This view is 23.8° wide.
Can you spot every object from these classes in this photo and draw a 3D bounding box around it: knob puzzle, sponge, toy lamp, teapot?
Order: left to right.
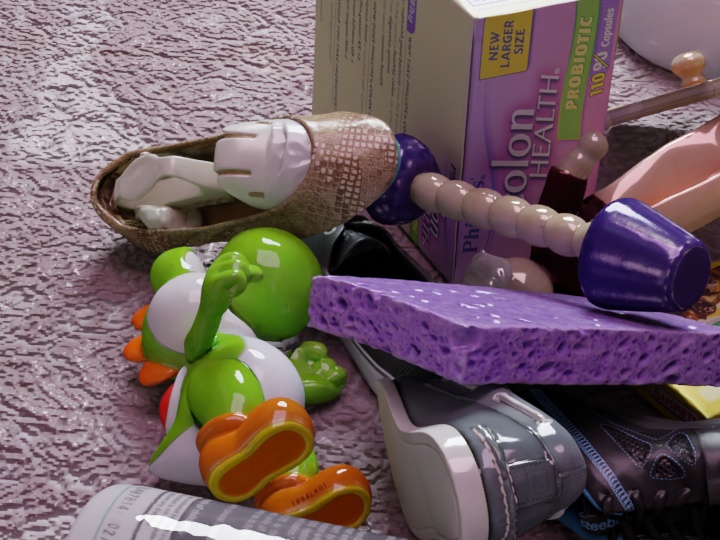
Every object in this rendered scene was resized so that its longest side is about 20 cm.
[{"bbox_3d":[0.082,0.030,0.821,0.199,0.030,0.111,4,8,-41],"label":"sponge"},{"bbox_3d":[0.087,-0.022,0.870,0.058,0.058,0.200,-27,32,-35],"label":"toy lamp"},{"bbox_3d":[0.212,-0.121,1.052,0.219,0.031,0.220,-17,3,1],"label":"knob puzzle"},{"bbox_3d":[0.274,-0.231,1.209,0.199,0.147,0.198,-13,39,-23],"label":"teapot"}]

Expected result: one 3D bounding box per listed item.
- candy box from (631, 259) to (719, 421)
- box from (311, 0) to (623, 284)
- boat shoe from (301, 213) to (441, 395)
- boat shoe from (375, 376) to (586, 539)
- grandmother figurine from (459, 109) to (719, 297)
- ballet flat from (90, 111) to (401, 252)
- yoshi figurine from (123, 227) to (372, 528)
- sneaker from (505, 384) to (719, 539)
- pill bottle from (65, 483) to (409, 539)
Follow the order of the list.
[{"bbox_3d":[0.230,0.028,0.949,0.199,0.027,0.102,-20,45,-28],"label":"candy box"},{"bbox_3d":[0.055,-0.125,1.017,0.096,0.177,0.200,-14,39,-21],"label":"box"},{"bbox_3d":[0.000,0.000,0.943,0.068,0.057,0.200,-17,41,-25],"label":"boat shoe"},{"bbox_3d":[0.049,0.082,0.770,0.061,0.073,0.200,-14,4,-8],"label":"boat shoe"},{"bbox_3d":[0.137,-0.022,0.939,0.200,0.122,0.061,-32,26,-8],"label":"grandmother figurine"},{"bbox_3d":[-0.072,-0.048,0.932,0.199,0.065,0.071,-14,68,36],"label":"ballet flat"},{"bbox_3d":[-0.048,0.039,0.855,0.111,0.113,0.200,5,30,-25],"label":"yoshi figurine"},{"bbox_3d":[0.145,0.107,0.805,0.199,0.073,0.082,11,39,28],"label":"sneaker"},{"bbox_3d":[-0.018,0.157,0.678,0.199,0.114,0.113,9,36,10],"label":"pill bottle"}]
